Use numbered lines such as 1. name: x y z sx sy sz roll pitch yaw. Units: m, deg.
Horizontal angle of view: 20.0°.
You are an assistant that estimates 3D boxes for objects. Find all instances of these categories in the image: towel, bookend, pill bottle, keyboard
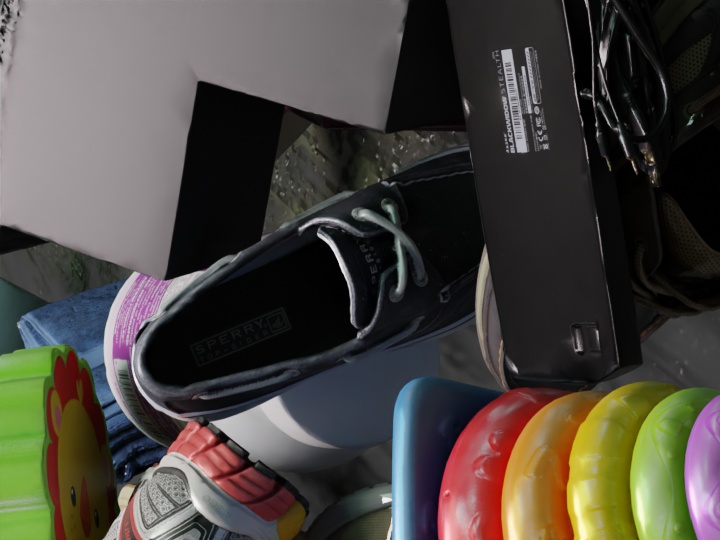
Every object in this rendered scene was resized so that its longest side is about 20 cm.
1. towel: -0.124 0.053 1.152 0.200 0.111 0.049 -141 31 -66
2. bookend: -0.041 -0.080 0.814 0.200 0.092 0.199 17 107 24
3. pill bottle: -0.042 0.037 0.962 0.200 0.112 0.113 -3 73 65
4. keyboard: 0.073 -0.061 0.686 0.104 0.040 0.201 3 104 61

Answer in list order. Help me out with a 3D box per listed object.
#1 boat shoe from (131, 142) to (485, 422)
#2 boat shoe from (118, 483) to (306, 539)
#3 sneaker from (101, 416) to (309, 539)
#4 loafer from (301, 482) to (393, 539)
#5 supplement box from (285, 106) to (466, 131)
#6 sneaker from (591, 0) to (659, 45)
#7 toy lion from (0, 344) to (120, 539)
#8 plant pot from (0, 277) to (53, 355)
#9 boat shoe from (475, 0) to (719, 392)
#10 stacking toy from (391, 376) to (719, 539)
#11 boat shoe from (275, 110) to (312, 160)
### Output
1. boat shoe: 0.000 0.000 0.813 0.068 0.200 0.072 106 141 -81
2. boat shoe: -0.079 0.149 1.023 0.200 0.071 0.065 1 75 65
3. sneaker: -0.082 0.126 0.862 0.082 0.078 0.200 -50 -8 -21
4. loafer: 0.003 0.155 0.852 0.200 0.075 0.070 -58 41 44
5. supplement box: 0.001 -0.131 0.952 0.200 0.085 0.111 -142 52 -73
6. sneaker: 0.109 -0.157 0.818 0.115 0.075 0.201 -15 67 54
7. toy lion: -0.135 0.139 0.959 0.200 0.068 0.192 74 -171 -63
8. plant pot: -0.285 0.075 1.402 0.161 0.200 0.200 -62 22 -6
9. boat shoe: 0.104 -0.022 0.720 0.200 0.074 0.073 -61 26 29
10. stacking toy: 0.111 0.073 0.634 0.200 0.116 0.110 -22 63 44
11. boat shoe: -0.074 -0.086 1.070 0.070 0.072 0.201 -21 22 44
